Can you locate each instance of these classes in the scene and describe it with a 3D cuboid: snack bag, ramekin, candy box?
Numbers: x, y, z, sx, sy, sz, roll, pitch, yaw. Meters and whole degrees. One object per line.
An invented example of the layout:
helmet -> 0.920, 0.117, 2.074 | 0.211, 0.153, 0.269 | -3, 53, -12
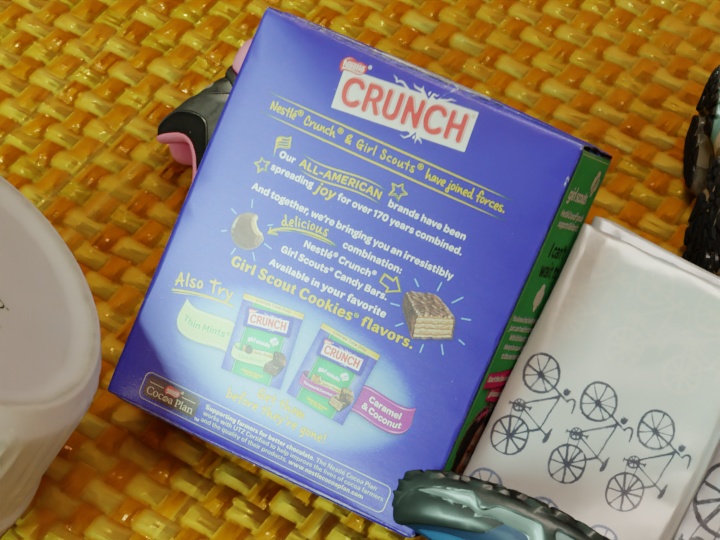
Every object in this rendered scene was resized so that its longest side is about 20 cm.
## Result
snack bag -> 0.155, 0.098, 1.154 | 0.200, 0.021, 0.189 | 27, 82, 6
ramekin -> -0.207, 0.025, 1.122 | 0.202, 0.094, 0.203 | 32, 33, -24
candy box -> 0.000, 0.000, 1.177 | 0.169, 0.200, 0.077 | 25, 7, 13

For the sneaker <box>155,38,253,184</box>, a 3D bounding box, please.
sneaker -> -0.045, -0.023, 1.284 | 0.095, 0.079, 0.200 | -29, 58, 3

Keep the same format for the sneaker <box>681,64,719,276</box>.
sneaker -> 0.221, -0.033, 1.322 | 0.086, 0.078, 0.200 | 12, 47, -2

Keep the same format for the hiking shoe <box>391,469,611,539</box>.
hiking shoe -> 0.094, 0.159, 1.096 | 0.200, 0.074, 0.087 | 30, 86, 4

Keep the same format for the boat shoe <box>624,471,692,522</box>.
boat shoe -> 0.090, 0.059, 1.221 | 0.063, 0.073, 0.201 | -21, 64, -15
